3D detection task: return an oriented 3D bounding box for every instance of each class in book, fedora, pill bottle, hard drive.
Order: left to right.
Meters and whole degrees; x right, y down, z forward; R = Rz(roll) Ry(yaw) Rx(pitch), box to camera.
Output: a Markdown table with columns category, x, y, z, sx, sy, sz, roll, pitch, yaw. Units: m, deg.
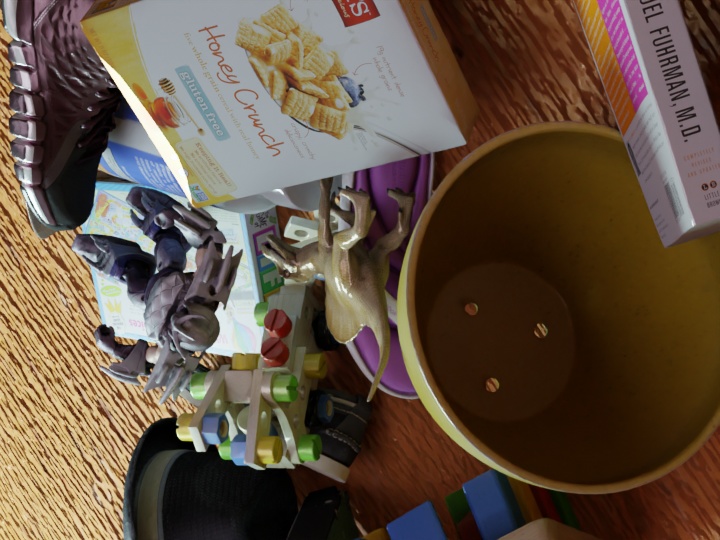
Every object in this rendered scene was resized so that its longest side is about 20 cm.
| category | x | y | z | sx | sy | sz | roll | pitch | yaw |
| --- | --- | --- | --- | --- | --- | --- | --- | --- | --- |
| pill bottle | -0.100 | -0.102 | 0.988 | 0.198 | 0.112 | 0.113 | 18 | 120 | 36 |
| fedora | -0.100 | 0.195 | 1.084 | 0.091 | 0.201 | 0.203 | -14 | 100 | 15 |
| hard drive | -0.020 | 0.253 | 1.021 | 0.037 | 0.200 | 0.141 | -14 | 100 | 10 |
| book | 0.142 | -0.116 | 0.721 | 0.048 | 0.134 | 0.202 | -17 | 85 | 6 |

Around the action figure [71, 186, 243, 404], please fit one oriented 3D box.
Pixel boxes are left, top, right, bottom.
| category | x | y | z | sx | sy | sz | roll | pitch | yaw |
| --- | --- | --- | --- | --- | --- | --- | --- | --- | --- |
| action figure | -0.138 | 0.009 | 0.975 | 0.131 | 0.069 | 0.200 | -54 | 29 | 7 |

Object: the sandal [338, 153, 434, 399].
| category | x | y | z | sx | sy | sz | roll | pitch | yaw |
| --- | --- | --- | --- | --- | --- | --- | --- | --- | --- |
| sandal | 0.023 | -0.008 | 0.932 | 0.050 | 0.081 | 0.205 | -144 | 44 | -68 |

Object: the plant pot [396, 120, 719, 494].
| category | x | y | z | sx | sy | sz | roll | pitch | yaw |
| --- | --- | --- | --- | --- | --- | --- | --- | --- | --- |
| plant pot | 0.102 | 0.030 | 0.828 | 0.202 | 0.199 | 0.142 | 61 | 162 | 3 |

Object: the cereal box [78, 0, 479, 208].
| category | x | y | z | sx | sy | sz | roll | pitch | yaw |
| --- | --- | --- | --- | --- | --- | --- | --- | --- | --- |
| cereal box | -0.047 | -0.118 | 0.828 | 0.198 | 0.040 | 0.145 | -11 | 124 | 31 |

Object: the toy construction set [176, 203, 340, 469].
| category | x | y | z | sx | sy | sz | roll | pitch | yaw |
| --- | --- | --- | --- | --- | --- | --- | --- | --- | --- |
| toy construction set | -0.054 | 0.051 | 0.985 | 0.091 | 0.202 | 0.131 | 12 | 156 | 28 |

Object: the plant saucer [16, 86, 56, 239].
| category | x | y | z | sx | sy | sz | roll | pitch | yaw |
| --- | --- | --- | --- | --- | --- | --- | --- | --- | --- |
| plant saucer | -0.226 | -0.125 | 1.074 | 0.032 | 0.201 | 0.203 | -1 | 114 | -3 |

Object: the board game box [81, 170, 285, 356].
| category | x | y | z | sx | sy | sz | roll | pitch | yaw |
| --- | --- | --- | --- | --- | --- | --- | --- | --- | --- |
| board game box | -0.140 | -0.007 | 1.121 | 0.198 | 0.034 | 0.136 | 7 | 112 | 41 |

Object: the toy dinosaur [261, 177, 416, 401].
| category | x | y | z | sx | sy | sz | roll | pitch | yaw |
| --- | --- | --- | --- | --- | --- | --- | --- | --- | --- |
| toy dinosaur | 0.000 | 0.000 | 0.863 | 0.200 | 0.058 | 0.102 | 44 | 124 | 59 |

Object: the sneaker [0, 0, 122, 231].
| category | x | y | z | sx | sy | sz | roll | pitch | yaw |
| --- | --- | --- | --- | --- | --- | --- | --- | --- | --- |
| sneaker | -0.164 | -0.111 | 0.924 | 0.114 | 0.076 | 0.202 | 6 | 123 | 11 |

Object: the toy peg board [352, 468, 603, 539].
| category | x | y | z | sx | sy | sz | roll | pitch | yaw |
| --- | --- | --- | --- | --- | --- | --- | --- | --- | --- |
| toy peg board | 0.047 | 0.182 | 0.894 | 0.199 | 0.199 | 0.099 | -31 | 63 | 15 |

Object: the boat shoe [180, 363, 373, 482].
| category | x | y | z | sx | sy | sz | roll | pitch | yaw |
| --- | --- | --- | --- | --- | --- | --- | --- | --- | --- |
| boat shoe | -0.070 | 0.100 | 1.097 | 0.199 | 0.072 | 0.068 | 18 | 83 | 44 |
